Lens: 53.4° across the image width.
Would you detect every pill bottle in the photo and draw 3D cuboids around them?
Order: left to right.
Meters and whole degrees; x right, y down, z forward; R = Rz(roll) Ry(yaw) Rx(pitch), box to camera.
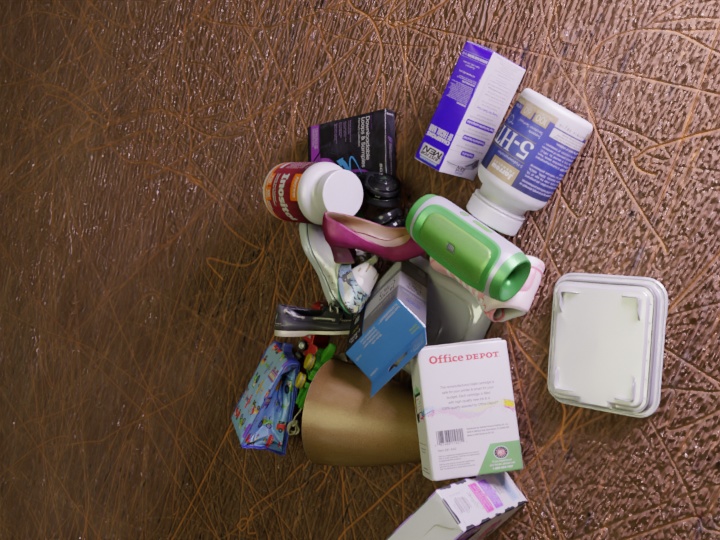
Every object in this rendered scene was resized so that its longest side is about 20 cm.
[{"bbox_3d":[-0.086,-0.141,1.305,0.199,0.112,0.114,10,94,54],"label":"pill bottle"},{"bbox_3d":[0.250,-0.161,1.092,0.120,0.119,0.201,42,113,33],"label":"pill bottle"}]

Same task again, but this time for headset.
[{"bbox_3d":[0.056,-0.116,1.281,0.199,0.094,0.124,15,122,49],"label":"headset"}]

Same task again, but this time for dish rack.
[{"bbox_3d":[0.350,0.107,1.045,0.171,0.043,0.202,4,92,39],"label":"dish rack"}]

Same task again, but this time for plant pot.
[{"bbox_3d":[0.029,0.258,1.234,0.199,0.186,0.188,5,91,27],"label":"plant pot"}]

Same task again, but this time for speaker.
[{"bbox_3d":[0.161,-0.037,1.095,0.200,0.088,0.089,40,112,33],"label":"speaker"}]

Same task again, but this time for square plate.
[{"bbox_3d":[0.120,0.099,1.246,0.198,0.028,0.201,32,108,36],"label":"square plate"}]

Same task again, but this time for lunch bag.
[{"bbox_3d":[-0.178,0.236,1.418,0.150,0.093,0.201,-150,77,-69],"label":"lunch bag"}]

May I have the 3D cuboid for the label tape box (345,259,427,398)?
[{"bbox_3d":[0.043,0.087,1.177,0.144,0.063,0.200,-48,16,27],"label":"label tape box"}]

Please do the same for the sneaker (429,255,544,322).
[{"bbox_3d":[0.189,0.024,1.150,0.199,0.075,0.105,7,76,36],"label":"sneaker"}]

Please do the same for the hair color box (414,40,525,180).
[{"bbox_3d":[0.178,-0.254,1.163,0.065,0.109,0.201,34,109,35],"label":"hair color box"}]

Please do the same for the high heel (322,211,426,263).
[{"bbox_3d":[0.036,-0.066,1.203,0.198,0.097,0.068,-10,36,7],"label":"high heel"}]

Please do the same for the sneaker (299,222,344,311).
[{"bbox_3d":[-0.051,-0.021,1.376,0.071,0.073,0.201,-31,78,25],"label":"sneaker"}]

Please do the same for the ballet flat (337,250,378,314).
[{"bbox_3d":[0.000,0.000,1.257,0.074,0.074,0.200,-51,19,26],"label":"ballet flat"}]

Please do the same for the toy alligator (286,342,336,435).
[{"bbox_3d":[-0.094,0.214,1.342,0.054,0.059,0.201,-105,38,-69],"label":"toy alligator"}]

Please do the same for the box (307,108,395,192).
[{"bbox_3d":[-0.019,-0.220,1.372,0.199,0.036,0.144,-5,86,38],"label":"box"}]

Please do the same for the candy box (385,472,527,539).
[{"bbox_3d":[0.140,0.395,1.103,0.168,0.199,0.072,-53,59,25],"label":"candy box"}]

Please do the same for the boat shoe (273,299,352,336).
[{"bbox_3d":[-0.060,0.086,1.314,0.198,0.073,0.063,-3,90,0],"label":"boat shoe"}]

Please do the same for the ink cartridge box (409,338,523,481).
[{"bbox_3d":[0.162,0.215,1.124,0.084,0.144,0.202,127,137,-79],"label":"ink cartridge box"}]

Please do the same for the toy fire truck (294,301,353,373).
[{"bbox_3d":[-0.060,0.175,1.379,0.141,0.049,0.201,26,104,37],"label":"toy fire truck"}]
